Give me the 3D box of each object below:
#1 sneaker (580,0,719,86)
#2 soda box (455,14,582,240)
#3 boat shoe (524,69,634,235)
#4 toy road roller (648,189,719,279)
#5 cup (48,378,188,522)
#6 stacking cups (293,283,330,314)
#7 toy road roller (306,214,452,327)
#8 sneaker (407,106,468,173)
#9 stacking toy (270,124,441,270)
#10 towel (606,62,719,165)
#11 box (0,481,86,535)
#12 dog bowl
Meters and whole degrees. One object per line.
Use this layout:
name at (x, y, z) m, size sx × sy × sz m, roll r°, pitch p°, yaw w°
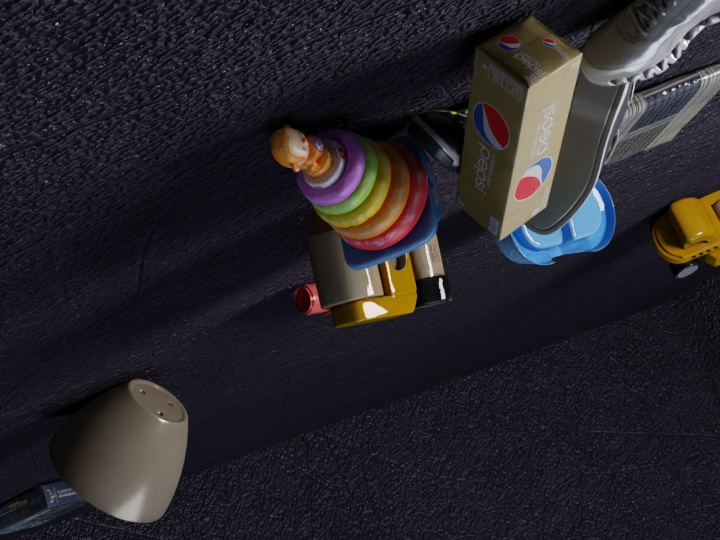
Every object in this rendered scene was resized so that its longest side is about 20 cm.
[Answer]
sneaker at (0.277, -0.234, 0.995) m, size 0.199 × 0.076 × 0.081 m, roll -29°, pitch 152°, yaw 18°
soda box at (0.137, -0.123, 1.015) m, size 0.067 × 0.064 × 0.201 m, roll -34°, pitch 152°, yaw -24°
boat shoe at (0.222, -0.129, 1.141) m, size 0.060 × 0.075 × 0.201 m, roll -24°, pitch 144°, yaw -60°
toy road roller at (0.648, -0.083, 2.148) m, size 0.198 × 0.124 × 0.146 m, roll -23°, pitch 156°, yaw 2°
cup at (-0.332, 0.247, 1.667) m, size 0.144 × 0.200 × 0.200 m, roll -53°, pitch 159°, yaw 12°
stacking cups at (-0.011, 0.028, 1.598) m, size 0.199 × 0.061 × 0.060 m, roll -4°, pitch 158°, yaw -43°
toy road roller at (0.000, 0.000, 1.310) m, size 0.145 × 0.124 × 0.199 m, roll -18°, pitch 172°, yaw 43°
sneaker at (0.121, -0.148, 1.109) m, size 0.199 × 0.072 × 0.083 m, roll -8°, pitch 137°, yaw -53°
stacking toy at (-0.018, -0.087, 1.031) m, size 0.109 × 0.117 × 0.200 m, roll -23°, pitch 155°, yaw 24°
towel at (0.339, -0.183, 1.400) m, size 0.191 × 0.035 × 0.200 m, roll -23°, pitch 166°, yaw -16°
box at (-0.653, 0.480, 2.318) m, size 0.199 × 0.051 × 0.157 m, roll -29°, pitch 167°, yaw 26°
dog bowl at (0.261, -0.068, 1.552) m, size 0.198 × 0.113 × 0.049 m, roll -15°, pitch 178°, yaw -34°
